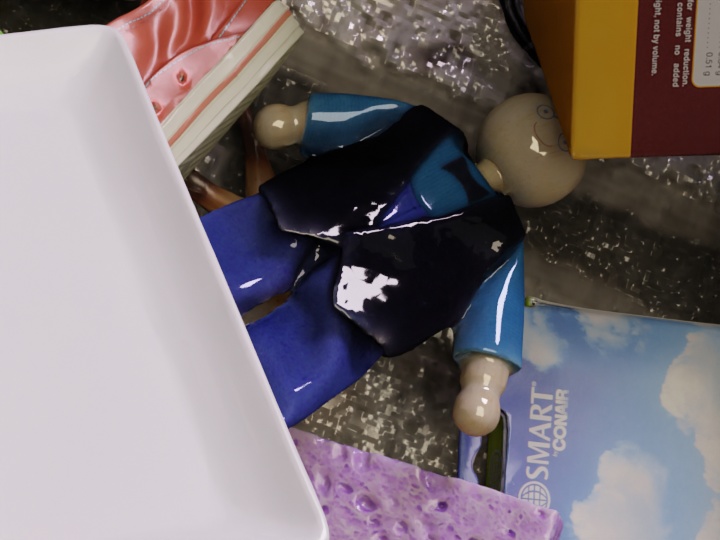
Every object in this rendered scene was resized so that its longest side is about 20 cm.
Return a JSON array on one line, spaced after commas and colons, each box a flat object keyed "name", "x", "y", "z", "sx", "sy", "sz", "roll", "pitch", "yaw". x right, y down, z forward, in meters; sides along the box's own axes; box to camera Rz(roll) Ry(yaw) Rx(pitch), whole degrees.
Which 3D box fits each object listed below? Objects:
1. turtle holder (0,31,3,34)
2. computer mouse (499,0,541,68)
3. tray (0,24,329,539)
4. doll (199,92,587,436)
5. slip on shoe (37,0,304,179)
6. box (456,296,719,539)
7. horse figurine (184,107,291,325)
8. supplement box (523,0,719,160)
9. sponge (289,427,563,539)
[{"name": "turtle holder", "x": -0.206, "y": -0.019, "z": 0.685, "sx": 0.132, "sy": 0.140, "sz": 0.186, "roll": 52, "pitch": 37, "yaw": -16}, {"name": "computer mouse", "x": 0.145, "y": -0.073, "z": 0.837, "sx": 0.198, "sy": 0.034, "sz": 0.059, "roll": 19, "pitch": 77, "yaw": -12}, {"name": "tray", "x": -0.090, "y": 0.010, "z": 0.600, "sx": 0.106, "sy": 0.022, "sz": 0.201, "roll": -9, "pitch": 51, "yaw": -21}, {"name": "doll", "x": 0.000, "y": 0.000, "z": 0.722, "sx": 0.199, "sy": 0.049, "sz": 0.137, "roll": -33, "pitch": 75, "yaw": -28}, {"name": "slip on shoe", "x": -0.097, "y": -0.033, "z": 0.696, "sx": 0.061, "sy": 0.074, "sz": 0.200, "roll": 41, "pitch": 58, "yaw": -1}, {"name": "box", "x": 0.123, "y": 0.081, "z": 0.798, "sx": 0.198, "sy": 0.048, "sz": 0.123, "roll": 7, "pitch": 78, "yaw": -14}, {"name": "horse figurine", "x": -0.062, "y": 0.011, "z": 0.755, "sx": 0.200, "sy": 0.050, "sz": 0.133, "roll": -42, "pitch": 89, "yaw": -22}, {"name": "supplement box", "x": 0.161, "y": -0.156, "z": 0.717, "sx": 0.198, "sy": 0.133, "sz": 0.199, "roll": -2, "pitch": 117, "yaw": -3}, {"name": "sponge", "x": -0.014, "y": 0.161, "z": 0.726, "sx": 0.111, "sy": 0.030, "sz": 0.202, "roll": 17, "pitch": 81, "yaw": 11}]
